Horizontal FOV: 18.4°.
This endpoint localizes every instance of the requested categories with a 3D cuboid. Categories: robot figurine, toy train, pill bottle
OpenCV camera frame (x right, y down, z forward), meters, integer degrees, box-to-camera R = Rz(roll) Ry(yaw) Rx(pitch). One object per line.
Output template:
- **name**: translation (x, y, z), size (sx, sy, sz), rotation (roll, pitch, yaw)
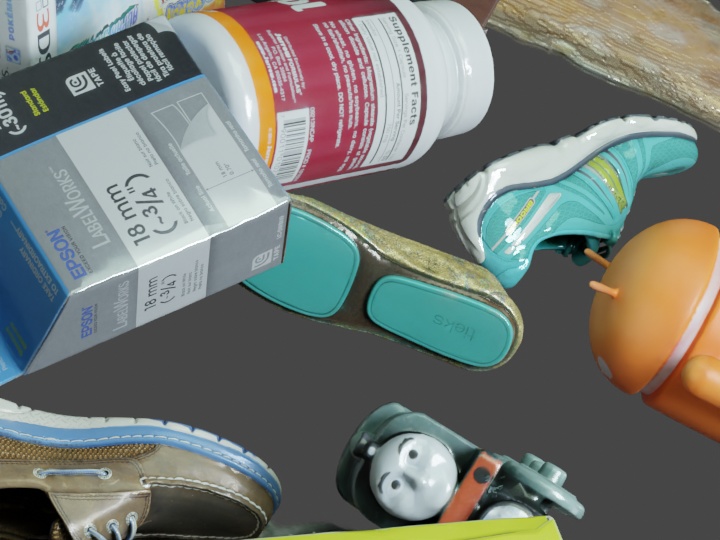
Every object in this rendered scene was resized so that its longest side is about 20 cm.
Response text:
- **robot figurine**: translation (0.221, 0.043, 1.322), size (0.200, 0.117, 0.144), rotation (27, 59, -4)
- **toy train**: translation (0.043, 0.116, 1.126), size (0.114, 0.200, 0.085), rotation (31, 87, 1)
- **pill bottle**: translation (-0.023, -0.109, 1.332), size (0.200, 0.113, 0.113), rotation (-13, 58, -36)

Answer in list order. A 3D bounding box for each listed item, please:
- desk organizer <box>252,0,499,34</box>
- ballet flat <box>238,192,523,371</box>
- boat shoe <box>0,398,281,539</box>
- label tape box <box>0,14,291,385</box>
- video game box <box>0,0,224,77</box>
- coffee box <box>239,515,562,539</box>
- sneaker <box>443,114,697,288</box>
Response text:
- **desk organizer**: translation (-0.008, -0.198, 1.450), size (0.200, 0.072, 0.077), rotation (30, 41, 0)
- **ballet flat**: translation (0.000, 0.000, 1.288), size (0.200, 0.071, 0.071), rotation (22, 44, -7)
- **boat shoe**: translation (-0.140, 0.116, 1.107), size (0.200, 0.072, 0.072), rotation (9, 52, -7)
- **label tape box**: translation (-0.158, -0.035, 1.189), size (0.200, 0.063, 0.144), rotation (-25, 64, -22)
- **video game box**: translation (-0.149, -0.196, 1.294), size (0.047, 0.182, 0.200), rotation (22, 41, 22)
- **coffee box**: translation (-0.005, 0.244, 0.961), size (0.200, 0.198, 0.200), rotation (0, 51, -28)
- **sneaker**: translation (0.138, -0.043, 1.401), size (0.200, 0.077, 0.080), rotation (-22, 83, -34)
